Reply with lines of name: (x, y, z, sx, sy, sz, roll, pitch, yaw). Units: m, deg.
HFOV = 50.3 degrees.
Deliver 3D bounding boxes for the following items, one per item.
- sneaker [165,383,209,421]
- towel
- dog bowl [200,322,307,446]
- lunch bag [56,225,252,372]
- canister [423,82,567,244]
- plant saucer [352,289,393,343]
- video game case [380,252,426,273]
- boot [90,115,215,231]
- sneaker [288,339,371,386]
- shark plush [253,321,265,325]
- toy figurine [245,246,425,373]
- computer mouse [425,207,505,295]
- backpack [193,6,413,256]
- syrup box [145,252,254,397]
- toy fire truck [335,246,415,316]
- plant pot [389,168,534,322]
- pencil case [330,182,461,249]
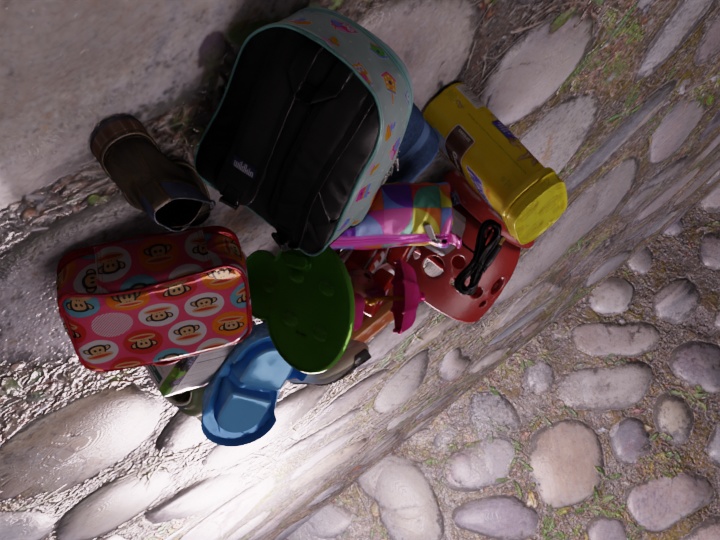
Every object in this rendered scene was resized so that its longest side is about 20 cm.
sneaker: (-0.219, 0.166, 1.152, 0.090, 0.067, 0.200, 32, 130, -31)
towel: (0.036, -0.151, 0.940, 0.112, 0.049, 0.200, -43, 159, 9)
dog bowl: (-0.151, 0.156, 1.070, 0.111, 0.050, 0.200, 20, 112, -33)
lunch bag: (-0.218, 0.043, 0.843, 0.199, 0.082, 0.177, -10, 140, -12)
canister: (0.179, -0.145, 1.035, 0.086, 0.200, 0.149, -40, 159, 5)
plant saucer: (0.007, 0.086, 1.220, 0.200, 0.037, 0.200, -39, 171, -7)
video game case: (0.032, 0.047, 1.433, 0.182, 0.024, 0.200, -25, 156, -31)
boot: (-0.184, -0.063, 0.751, 0.075, 0.097, 0.200, -38, 159, 1)
sneaker: (-0.066, 0.108, 1.096, 0.070, 0.094, 0.199, -32, -171, -32)
shark plush: (-0.166, 0.093, 1.202, 0.083, 0.091, 0.200, -55, 140, -11)
toy figurine: (-0.016, 0.030, 0.928, 0.184, 0.199, 0.151, -2, 105, -45)
computer mouse: (0.111, -0.060, 1.106, 0.044, 0.200, 0.110, 11, 113, -53)
backpack: (-0.042, -0.141, 0.726, 0.153, 0.176, 0.200, -42, 166, -43)
syrup box: (-0.208, 0.070, 1.011, 0.081, 0.079, 0.200, -10, 145, -51)
toy fire truck: (0.000, 0.000, 1.099, 0.200, 0.112, 0.168, -58, 170, -23)
plant pot: (0.167, -0.045, 1.226, 0.183, 0.201, 0.200, -50, 156, 21)
pencil case: (0.020, -0.065, 0.926, 0.199, 0.089, 0.089, -1, 153, -2)
